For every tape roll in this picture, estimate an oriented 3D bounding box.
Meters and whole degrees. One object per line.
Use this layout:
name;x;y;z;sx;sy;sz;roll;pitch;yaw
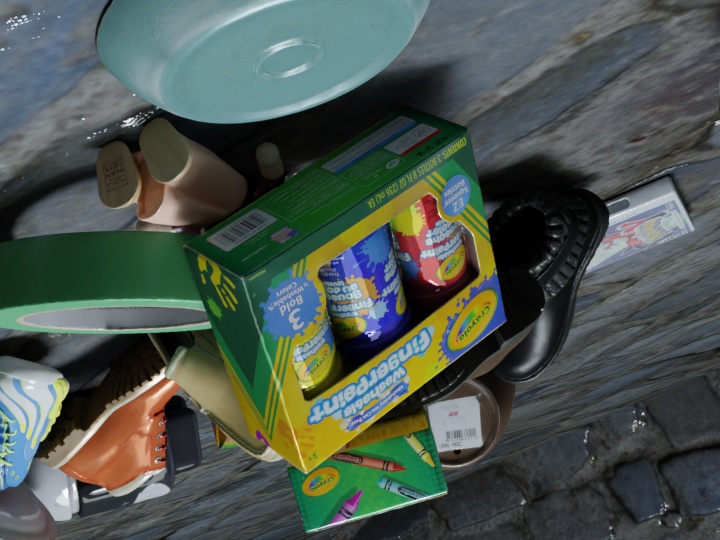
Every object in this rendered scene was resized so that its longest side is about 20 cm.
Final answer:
tape roll;-0.171;0.012;0.938;0.198;0.049;0.200;-3;171;0

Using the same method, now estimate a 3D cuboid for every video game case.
video game case;0.265;-0.037;1.419;0.181;0.023;0.200;-23;164;15

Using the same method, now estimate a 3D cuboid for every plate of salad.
plate of salad;-0.382;0.213;1.255;0.048;0.199;0.200;-56;160;2

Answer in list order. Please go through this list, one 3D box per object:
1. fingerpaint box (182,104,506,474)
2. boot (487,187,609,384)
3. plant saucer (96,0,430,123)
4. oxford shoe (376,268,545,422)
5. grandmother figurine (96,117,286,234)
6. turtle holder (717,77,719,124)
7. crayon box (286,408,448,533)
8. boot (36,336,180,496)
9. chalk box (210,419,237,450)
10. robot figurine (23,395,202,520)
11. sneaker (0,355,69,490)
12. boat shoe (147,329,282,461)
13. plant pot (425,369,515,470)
fingerpaint box;-0.002;0.011;0.898;0.199;0.073;0.168;-34;128;-26
boot;0.146;0.019;1.200;0.158;0.079;0.213;-18;129;-61
plant saucer;-0.044;-0.130;0.722;0.198;0.036;0.200;-17;164;-5
oxford shoe;0.065;0.078;1.092;0.199;0.073;0.085;-25;158;-15
grandmother figurine;-0.101;-0.047;0.903;0.120;0.061;0.200;-15;164;24
turtle holder;0.347;-0.146;0.925;0.184;0.142;0.132;-11;148;7
crayon box;0.004;0.151;1.106;0.118;0.059;0.200;-16;-173;1
boot;-0.211;0.141;1.273;0.200;0.075;0.107;-41;116;20
chalk box;-0.052;0.080;1.265;0.198;0.126;0.124;-12;163;-19
robot figurine;-0.275;0.194;1.411;0.198;0.126;0.150;-12;160;-20
sneaker;-0.318;0.149;1.208;0.075;0.106;0.200;15;159;-7
boat shoe;-0.128;0.083;1.072;0.076;0.200;0.072;7;118;-48
plant pot;0.084;0.131;1.350;0.185;0.188;0.200;-18;-171;-1
